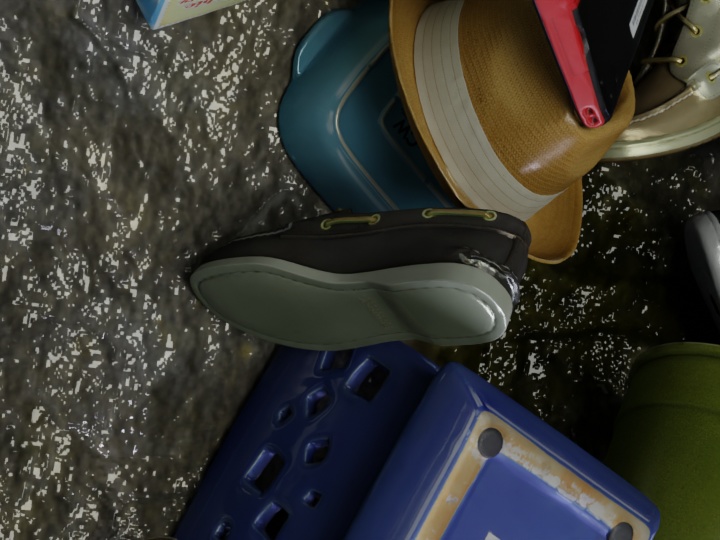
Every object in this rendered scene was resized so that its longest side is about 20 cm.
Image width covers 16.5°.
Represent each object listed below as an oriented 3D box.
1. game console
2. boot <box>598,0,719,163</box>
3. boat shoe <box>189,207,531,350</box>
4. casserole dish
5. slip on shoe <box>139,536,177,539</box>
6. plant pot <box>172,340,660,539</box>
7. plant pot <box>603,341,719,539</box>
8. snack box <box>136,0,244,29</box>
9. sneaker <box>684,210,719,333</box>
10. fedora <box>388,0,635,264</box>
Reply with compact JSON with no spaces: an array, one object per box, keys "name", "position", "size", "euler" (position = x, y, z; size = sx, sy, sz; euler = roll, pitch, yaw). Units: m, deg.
[{"name":"game console","position":[0.120,-0.201,1.326],"size":[0.200,0.031,0.178],"euler":[-65,144,-46]},{"name":"boot","position":[0.192,-0.160,1.482],"size":[0.199,0.072,0.156],"euler":[-28,111,-31]},{"name":"boat shoe","position":[0.000,0.000,1.330],"size":[0.072,0.200,0.061],"euler":[56,47,-41]},{"name":"casserole dish","position":[0.039,-0.067,1.423],"size":[0.121,0.039,0.200],"euler":[-50,117,-16]},{"name":"slip on shoe","position":[-0.168,0.217,1.314],"size":[0.200,0.076,0.061],"euler":[-36,108,-19]},{"name":"plant pot","position":[0.035,0.156,1.369],"size":[0.200,0.179,0.201],"euler":[36,77,-29]},{"name":"plant pot","position":[0.207,0.178,1.443],"size":[0.200,0.200,0.194],"euler":[44,64,-28]},{"name":"snack box","position":[-0.019,-0.193,1.311],"size":[0.199,0.116,0.037],"euler":[-20,77,-21]},{"name":"sneaker","position":[0.279,0.027,1.542],"size":[0.111,0.073,0.201],"euler":[-25,121,1]},{"name":"fedora","position":[0.095,-0.103,1.367],"size":[0.200,0.082,0.202],"euler":[37,39,-38]}]
